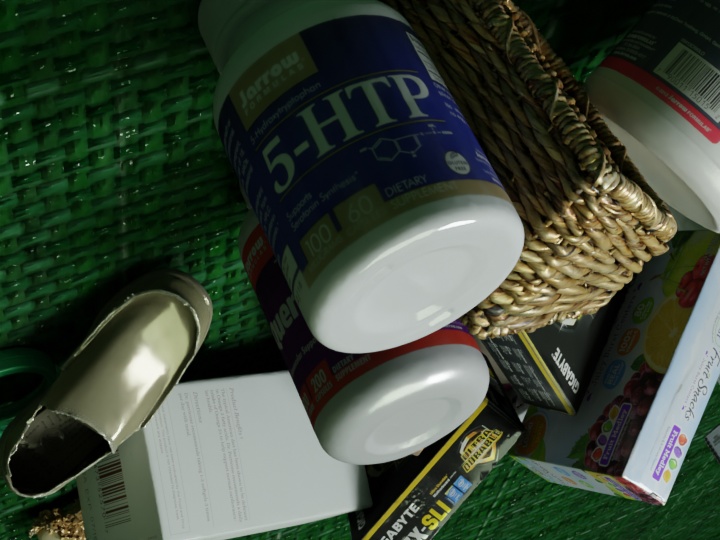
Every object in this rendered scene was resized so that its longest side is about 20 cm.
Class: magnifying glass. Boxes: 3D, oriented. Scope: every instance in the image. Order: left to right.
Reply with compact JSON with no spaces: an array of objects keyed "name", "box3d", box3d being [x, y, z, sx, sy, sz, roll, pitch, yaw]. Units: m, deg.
[{"name":"magnifying glass","box3d":[-0.256,0.114,1.076,0.079,0.022,0.201,-19,151,-17]}]

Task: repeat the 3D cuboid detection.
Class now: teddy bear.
[{"name":"teddy bear","box3d":[-0.187,0.201,1.264,0.199,0.067,0.145,-27,145,15]}]

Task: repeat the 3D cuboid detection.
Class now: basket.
[{"name":"basket","box3d":[0.100,-0.086,0.836,0.142,0.201,0.149,-10,148,-37]}]

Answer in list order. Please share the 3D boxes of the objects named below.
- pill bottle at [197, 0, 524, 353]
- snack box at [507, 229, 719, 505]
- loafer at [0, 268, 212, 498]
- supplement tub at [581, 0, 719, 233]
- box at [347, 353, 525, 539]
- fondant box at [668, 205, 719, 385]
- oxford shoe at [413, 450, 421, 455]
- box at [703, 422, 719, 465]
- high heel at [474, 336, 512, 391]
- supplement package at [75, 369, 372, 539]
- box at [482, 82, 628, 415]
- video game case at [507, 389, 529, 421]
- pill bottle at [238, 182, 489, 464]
[{"name":"pill bottle","box3d":[-0.009,-0.070,0.764,0.119,0.201,0.120,-22,154,-11]},{"name":"snack box","box3d":[0.207,0.068,1.109,0.053,0.201,0.142,33,164,-24]},{"name":"loafer","box3d":[-0.172,0.086,0.994,0.076,0.068,0.200,37,103,-18]},{"name":"supplement tub","box3d":[0.249,-0.136,0.916,0.200,0.140,0.140,-47,152,1]},{"name":"box","box3d":[0.053,0.144,1.212,0.160,0.049,0.200,-48,-168,8]},{"name":"fondant box","box3d":[0.317,0.003,1.208,0.143,0.201,0.058,-9,150,-33]},{"name":"oxford shoe","box3d":[0.037,0.081,1.164,0.071,0.071,0.200,-50,-169,16]},{"name":"box","box3d":[0.396,0.088,1.158,0.192,0.048,0.200,7,135,-45]},{"name":"high heel","box3d":[0.118,0.096,1.347,0.200,0.068,0.096,-38,160,13]},{"name":"supplement package","box3d":[-0.108,0.148,1.132,0.199,0.118,0.117,-3,165,-40]},{"name":"box","box3d":[0.134,-0.013,1.028,0.161,0.049,0.200,-65,147,-21]},{"name":"video game case","box3d":[0.102,0.151,1.372,0.181,0.024,0.200,-34,-177,13]},{"name":"pill bottle","box3d":[-0.007,0.012,0.914,0.112,0.201,0.113,-20,152,-11]}]
